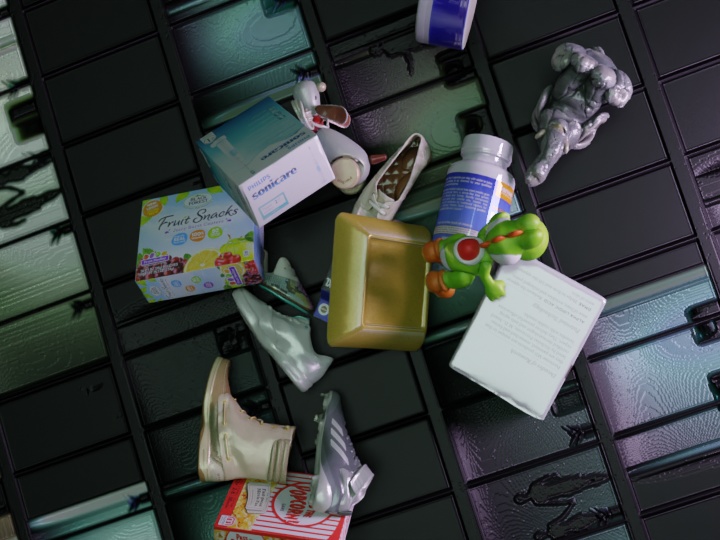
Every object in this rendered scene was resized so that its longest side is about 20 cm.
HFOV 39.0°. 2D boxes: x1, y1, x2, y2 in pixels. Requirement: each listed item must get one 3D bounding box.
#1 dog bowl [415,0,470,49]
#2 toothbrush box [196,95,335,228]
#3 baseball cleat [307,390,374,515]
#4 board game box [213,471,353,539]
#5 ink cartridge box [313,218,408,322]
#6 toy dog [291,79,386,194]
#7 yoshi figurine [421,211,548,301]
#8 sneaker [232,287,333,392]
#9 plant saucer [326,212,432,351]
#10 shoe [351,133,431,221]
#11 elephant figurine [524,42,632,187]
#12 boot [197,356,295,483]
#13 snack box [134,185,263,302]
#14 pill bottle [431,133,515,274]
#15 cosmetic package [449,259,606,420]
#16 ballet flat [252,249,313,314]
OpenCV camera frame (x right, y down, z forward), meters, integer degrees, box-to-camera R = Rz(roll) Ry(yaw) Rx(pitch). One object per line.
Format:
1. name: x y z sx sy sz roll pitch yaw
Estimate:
1. dog bowl: 0.144 -0.450 1.578 0.077 0.200 0.204 13 89 6
2. toothbrush box: -0.151 -0.174 1.592 0.145 0.200 0.086 -34 126 -11
3. baseball cleat: -0.028 0.291 1.611 0.104 0.070 0.203 10 59 -4
4. board game box: -0.115 0.381 1.597 0.195 0.152 0.047 5 118 7
5. ink cartridge box: 0.000 0.000 1.660 0.093 0.037 0.203 24 92 9
6. toy dog: -0.028 -0.219 1.633 0.095 0.132 0.202 -26 109 5
7. yoshi figurine: 0.190 -0.027 1.461 0.198 0.112 0.113 -21 113 39
8. sneaker: -0.126 0.096 1.662 0.088 0.075 0.201 -40 89 -8
9. plant saucer: 0.043 0.022 1.578 0.048 0.197 0.205 1 86 48
10. shoe: 0.045 -0.135 1.627 0.069 0.053 0.202 32 78 12
11. elephant figurine: 0.319 -0.242 1.586 0.142 0.153 0.202 52 125 41
12. boot: -0.180 0.243 1.647 0.152 0.073 0.204 3 66 0
13. snack box: -0.257 -0.049 1.645 0.196 0.068 0.171 -9 53 7
14. pill bottle: 0.181 -0.104 1.594 0.110 0.112 0.204 13 82 8
15. cosmetic package: 0.251 0.095 1.552 0.163 0.165 0.203 28 92 9
16. ballet flat: -0.159 0.003 1.669 0.197 0.069 0.072 22 82 12
